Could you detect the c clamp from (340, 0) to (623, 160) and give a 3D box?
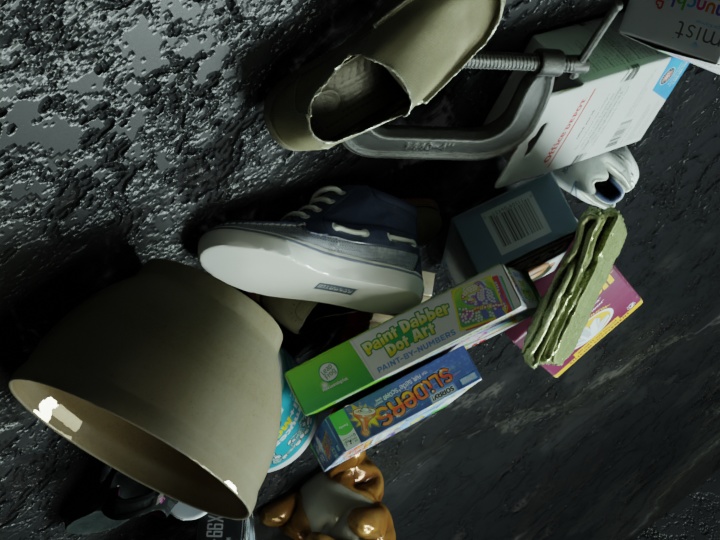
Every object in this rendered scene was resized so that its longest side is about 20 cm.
[{"bbox_3d":[0.082,-0.146,1.247,0.200,0.027,0.171,-5,143,-19],"label":"c clamp"}]

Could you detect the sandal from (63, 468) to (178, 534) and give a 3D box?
[{"bbox_3d":[-0.193,0.201,1.417,0.075,0.048,0.200,1,153,-34],"label":"sandal"}]

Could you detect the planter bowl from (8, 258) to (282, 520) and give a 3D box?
[{"bbox_3d":[-0.138,0.077,1.204,0.135,0.200,0.200,-61,163,-19],"label":"planter bowl"}]

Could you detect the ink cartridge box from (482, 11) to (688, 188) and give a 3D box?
[{"bbox_3d":[0.184,-0.151,1.404,0.200,0.067,0.116,-20,150,-40],"label":"ink cartridge box"}]

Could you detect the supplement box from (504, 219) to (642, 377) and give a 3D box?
[{"bbox_3d":[0.199,0.017,1.686,0.131,0.103,0.200,-41,156,7],"label":"supplement box"}]

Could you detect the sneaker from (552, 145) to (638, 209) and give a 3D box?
[{"bbox_3d":[0.224,-0.090,1.552,0.075,0.087,0.200,-50,156,18],"label":"sneaker"}]

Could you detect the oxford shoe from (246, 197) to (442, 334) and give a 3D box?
[{"bbox_3d":[0.000,0.000,1.387,0.200,0.075,0.070,-27,153,-29],"label":"oxford shoe"}]

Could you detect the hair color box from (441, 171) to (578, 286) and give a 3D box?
[{"bbox_3d":[0.133,-0.022,1.488,0.099,0.061,0.200,-25,171,-4],"label":"hair color box"}]

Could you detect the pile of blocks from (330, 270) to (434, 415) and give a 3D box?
[{"bbox_3d":[0.003,0.065,1.546,0.062,0.082,0.200,11,125,-21],"label":"pile of blocks"}]

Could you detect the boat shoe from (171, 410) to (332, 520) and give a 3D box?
[{"bbox_3d":[-0.102,0.164,1.548,0.200,0.070,0.066,-44,174,1],"label":"boat shoe"}]

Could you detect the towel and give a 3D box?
[{"bbox_3d":[0.183,0.013,1.394,0.149,0.036,0.200,-65,168,4],"label":"towel"}]

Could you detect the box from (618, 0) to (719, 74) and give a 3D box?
[{"bbox_3d":[0.316,-0.245,1.321,0.200,0.097,0.177,2,109,-58],"label":"box"}]

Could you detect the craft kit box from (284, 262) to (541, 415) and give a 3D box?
[{"bbox_3d":[0.053,0.058,1.382,0.200,0.049,0.198,-27,170,11],"label":"craft kit box"}]

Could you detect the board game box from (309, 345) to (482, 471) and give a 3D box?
[{"bbox_3d":[0.026,0.125,1.441,0.135,0.034,0.200,-27,173,-10],"label":"board game box"}]

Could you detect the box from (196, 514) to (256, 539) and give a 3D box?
[{"bbox_3d":[-0.138,0.314,1.649,0.050,0.158,0.200,3,149,0],"label":"box"}]

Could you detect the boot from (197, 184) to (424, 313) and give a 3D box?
[{"bbox_3d":[-0.039,-0.028,1.300,0.200,0.090,0.073,15,150,-32],"label":"boot"}]

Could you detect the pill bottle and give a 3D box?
[{"bbox_3d":[-0.100,0.109,1.389,0.111,0.111,0.200,-39,158,-2],"label":"pill bottle"}]

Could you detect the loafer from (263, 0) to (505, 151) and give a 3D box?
[{"bbox_3d":[0.026,-0.144,1.147,0.200,0.068,0.076,-38,119,-3],"label":"loafer"}]

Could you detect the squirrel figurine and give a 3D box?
[{"bbox_3d":[0.007,0.316,1.823,0.141,0.187,0.200,-38,157,-6],"label":"squirrel figurine"}]
